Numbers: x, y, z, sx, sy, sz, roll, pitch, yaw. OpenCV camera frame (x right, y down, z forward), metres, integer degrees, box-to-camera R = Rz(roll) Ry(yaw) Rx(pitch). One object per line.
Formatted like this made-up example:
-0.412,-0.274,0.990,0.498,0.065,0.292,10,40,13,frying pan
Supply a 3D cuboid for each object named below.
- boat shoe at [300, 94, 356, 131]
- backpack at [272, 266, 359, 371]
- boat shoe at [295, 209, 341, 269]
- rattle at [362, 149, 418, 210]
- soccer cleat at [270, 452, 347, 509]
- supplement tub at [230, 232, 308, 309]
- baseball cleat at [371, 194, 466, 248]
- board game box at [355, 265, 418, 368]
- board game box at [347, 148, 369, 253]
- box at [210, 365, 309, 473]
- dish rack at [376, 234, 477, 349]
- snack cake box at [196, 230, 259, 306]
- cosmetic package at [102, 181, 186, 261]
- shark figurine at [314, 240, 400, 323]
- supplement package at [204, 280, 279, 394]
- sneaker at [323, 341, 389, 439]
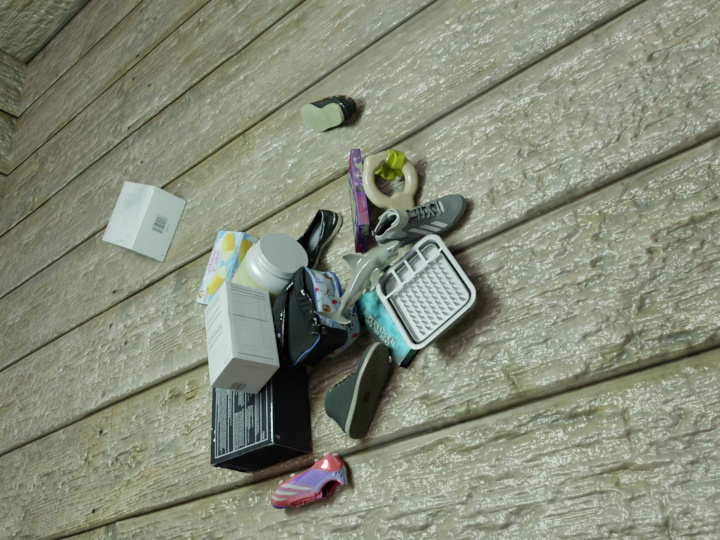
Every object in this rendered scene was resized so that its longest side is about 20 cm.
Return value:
-0.083,-0.400,1.848,0.063,0.074,0.200,-36,23,-27,boat shoe
-0.095,0.094,1.557,0.200,0.153,0.193,-39,57,43,backpack
-0.124,-0.061,1.727,0.200,0.066,0.075,-51,47,13,boat shoe
0.058,-0.153,1.607,0.142,0.129,0.202,-17,91,56,rattle
-0.107,0.448,1.492,0.199,0.066,0.077,-39,54,20,soccer cleat
-0.217,0.025,1.687,0.201,0.144,0.146,-54,42,36,supplement tub
0.118,-0.103,1.466,0.199,0.106,0.070,-30,63,10,baseball cleat
0.070,0.088,1.508,0.136,0.028,0.200,-55,45,9,board game box
-0.006,-0.156,1.635,0.120,0.032,0.202,106,161,-59,board game box
-0.221,0.320,1.608,0.197,0.123,0.202,-26,55,33,box
0.132,0.046,1.424,0.171,0.043,0.201,-41,47,13,dish rack
-0.344,0.002,1.904,0.114,0.067,0.202,6,76,43,snack cake box
-0.664,-0.153,2.232,0.199,0.122,0.202,12,80,46,cosmetic package
-0.013,0.015,1.484,0.215,0.089,0.128,-51,5,-7,shark figurine
-0.254,0.141,1.547,0.110,0.113,0.202,-49,39,35,supplement package
-0.015,0.228,1.483,0.106,0.074,0.202,24,97,46,sneaker
